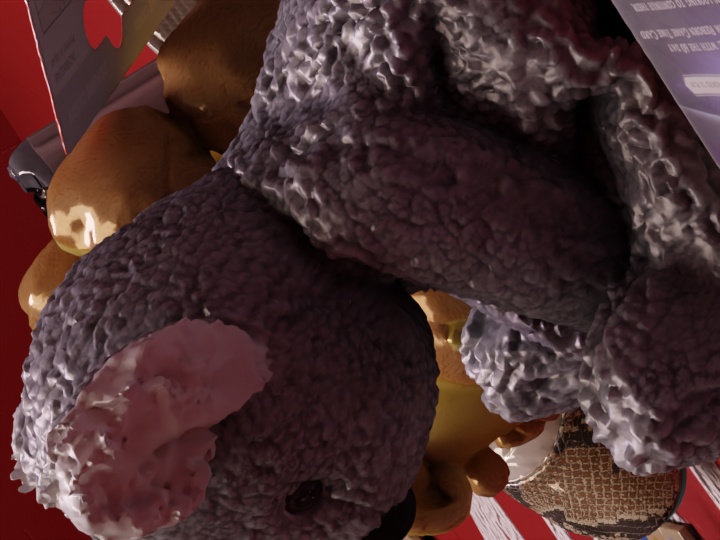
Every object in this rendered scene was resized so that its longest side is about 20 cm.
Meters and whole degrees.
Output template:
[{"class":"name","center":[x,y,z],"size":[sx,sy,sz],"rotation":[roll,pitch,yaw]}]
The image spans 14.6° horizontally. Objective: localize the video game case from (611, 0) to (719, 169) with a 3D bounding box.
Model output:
[{"class":"video game case","center":[0.094,-0.041,0.609],"size":[0.200,0.019,0.143],"rotation":[55,173,-9]}]

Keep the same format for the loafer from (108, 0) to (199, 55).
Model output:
[{"class":"loafer","center":[-0.085,-0.164,1.065],"size":[0.200,0.072,0.063],"rotation":[60,-170,6]}]

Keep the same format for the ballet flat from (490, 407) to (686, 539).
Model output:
[{"class":"ballet flat","center":[0.040,0.032,1.043],"size":[0.075,0.068,0.200],"rotation":[13,-155,-37]}]

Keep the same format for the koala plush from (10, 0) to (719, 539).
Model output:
[{"class":"koala plush","center":[-0.011,0.006,0.780],"size":[0.184,0.200,0.177],"rotation":[56,173,-9]}]

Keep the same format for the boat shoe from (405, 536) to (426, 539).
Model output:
[{"class":"boat shoe","center":[0.026,0.221,2.030],"size":[0.073,0.065,0.200],"rotation":[54,174,-9]}]

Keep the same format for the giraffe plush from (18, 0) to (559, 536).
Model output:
[{"class":"giraffe plush","center":[0.000,0.000,0.935],"size":[0.162,0.173,0.200],"rotation":[38,168,8]}]

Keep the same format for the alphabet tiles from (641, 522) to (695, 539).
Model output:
[{"class":"alphabet tiles","center":[0.163,0.170,1.163],"size":[0.166,0.006,0.200],"rotation":[55,173,-3]}]

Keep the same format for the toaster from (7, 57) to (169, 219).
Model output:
[{"class":"toaster","center":[-0.074,-0.028,1.302],"size":[0.114,0.129,0.200],"rotation":[49,172,32]}]

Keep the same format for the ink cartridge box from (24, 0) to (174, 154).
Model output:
[{"class":"ink cartridge box","center":[-0.112,-0.151,0.843],"size":[0.163,0.057,0.200],"rotation":[-69,-27,-66]}]
